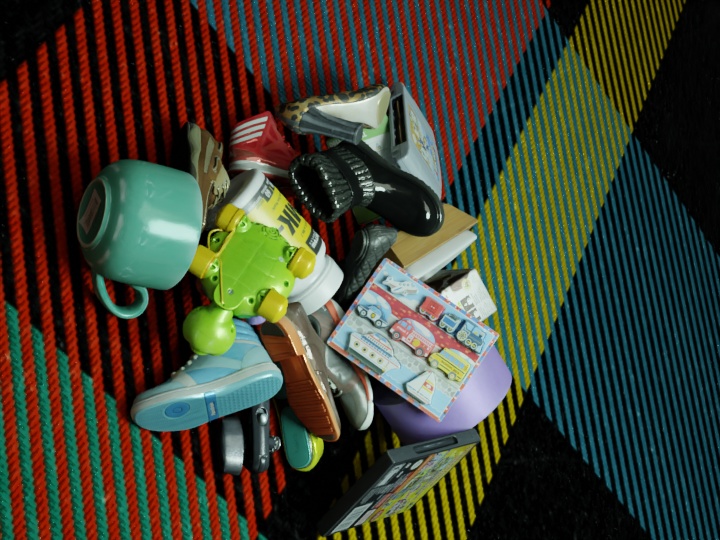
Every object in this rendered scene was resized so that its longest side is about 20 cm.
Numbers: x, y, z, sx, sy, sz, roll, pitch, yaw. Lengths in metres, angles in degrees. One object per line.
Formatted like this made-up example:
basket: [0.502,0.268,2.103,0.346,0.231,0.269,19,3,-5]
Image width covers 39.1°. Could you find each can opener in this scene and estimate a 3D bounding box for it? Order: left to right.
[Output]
can opener: [-0.147,0.178,1.377,0.078,0.063,0.201,17,66,-38]

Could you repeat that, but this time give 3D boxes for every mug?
mug: [-0.283,-0.045,1.255,0.114,0.152,0.186,13,68,-37]

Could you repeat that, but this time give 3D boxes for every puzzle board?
puzzle board: [0.073,0.097,1.439,0.199,0.017,0.151,34,84,12]

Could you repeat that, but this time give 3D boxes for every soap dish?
soap dish: [0.076,-0.018,1.589,0.200,0.157,0.081,-31,82,-43]

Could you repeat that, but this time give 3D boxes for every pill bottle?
pill bottle: [-0.122,-0.036,1.430,0.200,0.114,0.115,48,50,-22]

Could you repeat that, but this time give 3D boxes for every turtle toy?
turtle toy: [-0.158,0.020,1.305,0.145,0.101,0.200,32,59,-1]

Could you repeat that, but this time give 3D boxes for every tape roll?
tape roll: [0.123,0.173,1.535,0.085,0.199,0.200,56,48,-14]

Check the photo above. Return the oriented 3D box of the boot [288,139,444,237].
boot: [0.008,-0.104,1.455,0.211,0.080,0.158,35,29,12]

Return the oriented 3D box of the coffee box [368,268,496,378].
coffee box: [0.093,0.081,1.552,0.200,0.113,0.080,-35,102,-21]

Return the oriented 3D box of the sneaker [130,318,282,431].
sneaker: [-0.215,0.129,1.331,0.199,0.080,0.131,-13,53,-22]

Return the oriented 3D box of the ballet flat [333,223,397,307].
ballet flat: [0.000,0.000,1.479,0.056,0.200,0.067,0,62,-20]

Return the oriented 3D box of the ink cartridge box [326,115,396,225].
ink cartridge box: [0.012,-0.186,1.637,0.104,0.059,0.201,-25,95,-44]

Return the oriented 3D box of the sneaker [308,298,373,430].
sneaker: [-0.046,0.145,1.488,0.082,0.077,0.201,-17,82,-28]

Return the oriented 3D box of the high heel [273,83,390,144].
high heel: [-0.038,-0.257,1.549,0.200,0.142,0.072,-53,156,-55]

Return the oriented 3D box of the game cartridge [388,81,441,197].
game cartridge: [0.091,-0.204,1.673,0.133,0.041,0.201,47,28,-39]

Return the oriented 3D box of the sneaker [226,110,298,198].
sneaker: [-0.108,-0.177,1.512,0.199,0.078,0.116,10,72,-42]

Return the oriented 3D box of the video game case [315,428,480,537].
video game case: [0.054,0.301,1.441,0.180,0.200,0.026,-4,53,-43]

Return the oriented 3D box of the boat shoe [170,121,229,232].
boat shoe: [-0.210,-0.122,1.357,0.074,0.076,0.201,20,41,-26]

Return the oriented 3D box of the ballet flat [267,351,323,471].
ballet flat: [-0.089,0.183,1.439,0.067,0.066,0.201,0,80,-65]

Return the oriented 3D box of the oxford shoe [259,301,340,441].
oxford shoe: [-0.064,0.137,1.375,0.073,0.071,0.201,-38,113,-46]
